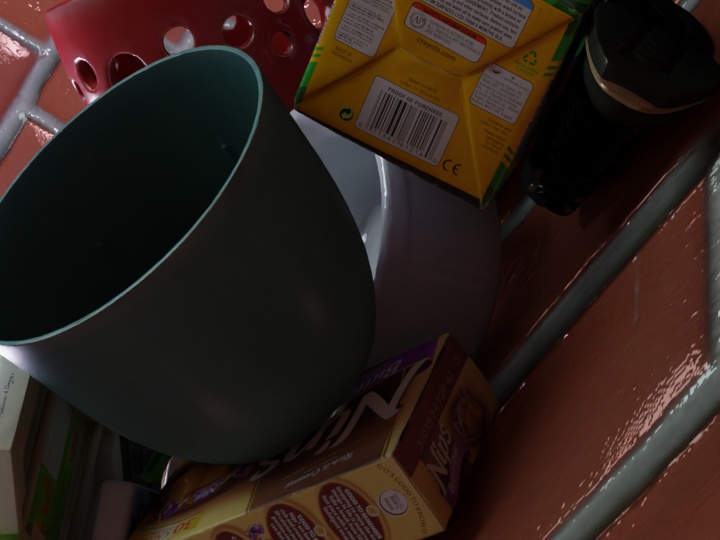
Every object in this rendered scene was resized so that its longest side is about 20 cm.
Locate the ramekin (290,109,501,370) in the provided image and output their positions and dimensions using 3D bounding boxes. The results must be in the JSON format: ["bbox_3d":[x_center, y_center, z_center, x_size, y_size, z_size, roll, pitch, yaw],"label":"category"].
[{"bbox_3d":[0.000,0.000,1.101,0.200,0.097,0.202,-29,55,51],"label":"ramekin"}]

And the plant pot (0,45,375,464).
[{"bbox_3d":[-0.086,0.008,0.954,0.200,0.161,0.201,-27,36,22],"label":"plant pot"}]

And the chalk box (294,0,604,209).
[{"bbox_3d":[0.063,-0.141,1.006,0.124,0.124,0.200,-65,-4,25],"label":"chalk box"}]

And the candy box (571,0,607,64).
[{"bbox_3d":[0.099,-0.170,1.216,0.199,0.077,0.169,-36,13,11],"label":"candy box"}]

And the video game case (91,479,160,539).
[{"bbox_3d":[-0.135,0.234,1.058,0.182,0.023,0.202,50,-131,-73],"label":"video game case"}]

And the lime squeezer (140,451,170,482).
[{"bbox_3d":[-0.095,0.026,1.078,0.038,0.070,0.202,18,101,52],"label":"lime squeezer"}]

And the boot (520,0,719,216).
[{"bbox_3d":[0.131,-0.074,0.973,0.139,0.077,0.200,-59,-5,21],"label":"boot"}]

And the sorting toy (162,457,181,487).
[{"bbox_3d":[-0.101,0.078,1.238,0.201,0.106,0.181,105,153,-49],"label":"sorting toy"}]

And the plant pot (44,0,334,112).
[{"bbox_3d":[-0.094,-0.136,1.236,0.199,0.184,0.200,-24,10,5],"label":"plant pot"}]

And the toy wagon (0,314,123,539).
[{"bbox_3d":[-0.169,0.129,1.029,0.201,0.039,0.156,71,-158,-53],"label":"toy wagon"}]

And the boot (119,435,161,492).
[{"bbox_3d":[-0.162,0.128,1.172,0.131,0.067,0.202,-128,41,-80],"label":"boot"}]

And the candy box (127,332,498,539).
[{"bbox_3d":[-0.030,0.118,0.968,0.199,0.057,0.117,-27,18,32],"label":"candy box"}]
